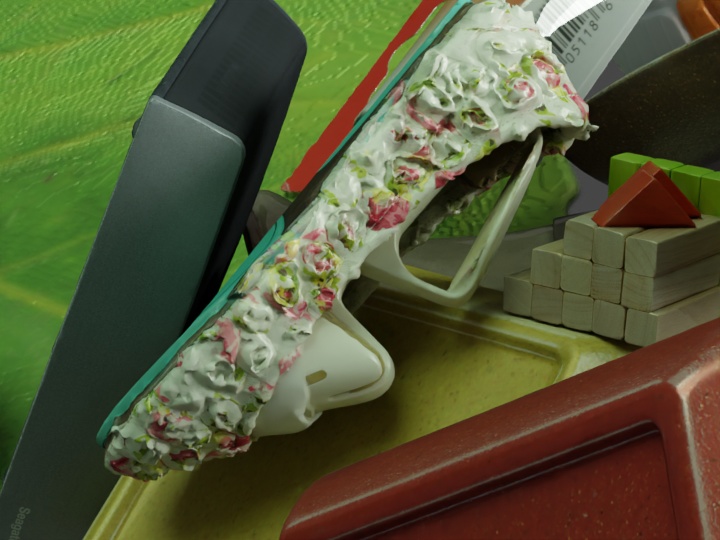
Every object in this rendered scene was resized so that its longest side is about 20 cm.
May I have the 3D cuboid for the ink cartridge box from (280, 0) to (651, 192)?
[{"bbox_3d":[0.046,-0.108,1.152,0.163,0.050,0.200,-54,24,-19],"label":"ink cartridge box"}]

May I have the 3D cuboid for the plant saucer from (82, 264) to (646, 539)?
[{"bbox_3d":[-0.006,0.078,0.944,0.199,0.049,0.201,15,66,36],"label":"plant saucer"}]

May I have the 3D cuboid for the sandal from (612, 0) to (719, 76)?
[{"bbox_3d":[0.193,-0.119,1.138,0.205,0.080,0.059,-14,12,26],"label":"sandal"}]

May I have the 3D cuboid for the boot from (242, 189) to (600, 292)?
[{"bbox_3d":[0.039,0.010,1.061,0.145,0.071,0.200,-21,38,-1],"label":"boot"}]

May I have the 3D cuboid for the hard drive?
[{"bbox_3d":[-0.075,0.007,1.024,0.042,0.201,0.135,24,28,1],"label":"hard drive"}]

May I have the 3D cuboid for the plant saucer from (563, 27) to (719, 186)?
[{"bbox_3d":[0.166,-0.064,1.032,0.199,0.037,0.200,-19,-10,-3],"label":"plant saucer"}]

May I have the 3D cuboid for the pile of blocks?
[{"bbox_3d":[0.138,-0.022,0.966,0.199,0.063,0.082,-5,18,-31],"label":"pile of blocks"}]

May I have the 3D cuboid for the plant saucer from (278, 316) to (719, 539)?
[{"bbox_3d":[0.048,0.126,0.749,0.199,0.037,0.201,-24,66,44],"label":"plant saucer"}]

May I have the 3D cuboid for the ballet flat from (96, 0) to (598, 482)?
[{"bbox_3d":[0.000,0.000,0.924,0.064,0.076,0.200,39,86,9],"label":"ballet flat"}]
